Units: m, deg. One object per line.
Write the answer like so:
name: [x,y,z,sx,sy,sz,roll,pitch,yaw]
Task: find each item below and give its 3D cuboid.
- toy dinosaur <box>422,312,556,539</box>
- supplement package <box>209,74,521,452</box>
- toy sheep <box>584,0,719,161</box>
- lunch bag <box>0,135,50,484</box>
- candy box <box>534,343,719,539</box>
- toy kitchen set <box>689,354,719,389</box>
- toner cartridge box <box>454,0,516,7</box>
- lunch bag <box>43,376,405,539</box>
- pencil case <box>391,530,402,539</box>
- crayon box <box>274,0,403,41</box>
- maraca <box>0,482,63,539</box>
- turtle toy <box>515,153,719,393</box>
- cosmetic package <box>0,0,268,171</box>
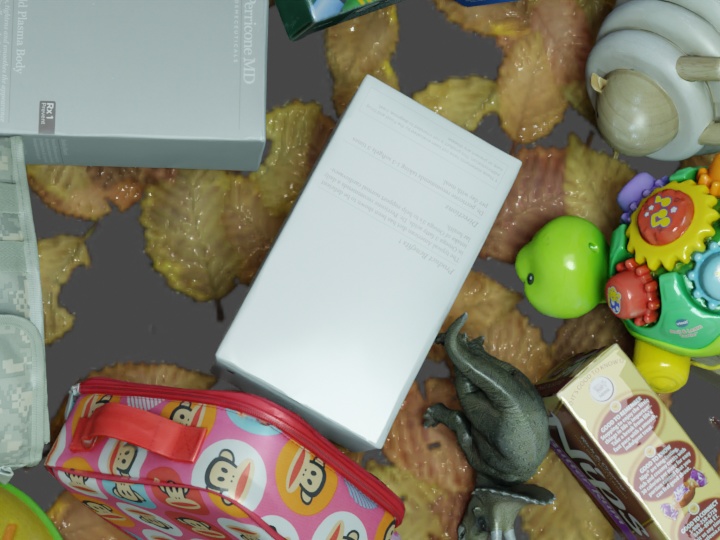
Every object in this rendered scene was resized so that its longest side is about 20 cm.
toy dinosaur: [0.089,0.092,1.087,0.076,0.201,0.102,-26,54,-25]
supplement package: [0.000,0.000,1.093,0.116,0.117,0.202,29,80,-4]
toy sheep: [0.222,-0.143,1.131,0.138,0.138,0.200,49,61,0]
lunch bag: [-0.276,0.030,1.027,0.162,0.118,0.203,-3,74,-24]
candy box: [0.191,0.144,1.101,0.056,0.117,0.201,-39,90,-9]
toy kitchen set: [0.347,0.064,1.153,0.164,0.180,0.200,-51,131,-6]
toner cartridge box: [0.144,-0.231,1.112,0.198,0.043,0.096,-1,81,36]
lunch bag: [-0.091,0.123,1.006,0.176,0.199,0.083,41,64,-38]
pencil case: [0.024,0.241,1.088,0.087,0.087,0.201,-35,88,-9]
crayon box: [-0.022,-0.263,1.092,0.125,0.051,0.202,-23,91,-24]
maraca: [-0.263,0.179,1.048,0.199,0.107,0.138,37,75,9]
turtle toy: [0.196,-0.006,1.106,0.101,0.198,0.147,40,49,-39]
cosmetic package: [-0.157,-0.125,1.104,0.197,0.090,0.108,-1,80,-4]
